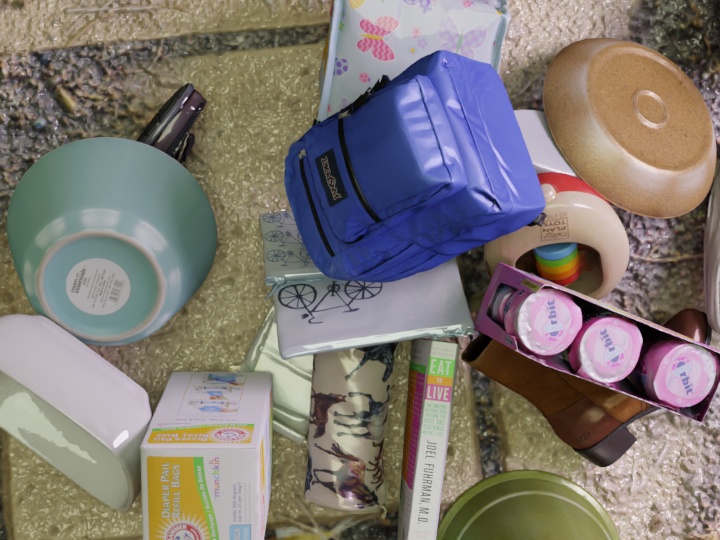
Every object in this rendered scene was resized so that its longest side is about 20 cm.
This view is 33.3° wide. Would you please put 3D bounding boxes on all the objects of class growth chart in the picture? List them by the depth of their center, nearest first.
[{"bbox_3d":[-0.041,0.078,1.200,0.144,0.018,0.201,33,88,0],"label":"growth chart"}]

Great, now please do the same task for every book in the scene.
[{"bbox_3d":[0.062,0.166,1.140,0.048,0.134,0.202,7,88,1],"label":"book"}]

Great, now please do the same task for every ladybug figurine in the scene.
[{"bbox_3d":[0.182,-0.029,1.133,0.134,0.200,0.073,-6,59,7],"label":"ladybug figurine"}]

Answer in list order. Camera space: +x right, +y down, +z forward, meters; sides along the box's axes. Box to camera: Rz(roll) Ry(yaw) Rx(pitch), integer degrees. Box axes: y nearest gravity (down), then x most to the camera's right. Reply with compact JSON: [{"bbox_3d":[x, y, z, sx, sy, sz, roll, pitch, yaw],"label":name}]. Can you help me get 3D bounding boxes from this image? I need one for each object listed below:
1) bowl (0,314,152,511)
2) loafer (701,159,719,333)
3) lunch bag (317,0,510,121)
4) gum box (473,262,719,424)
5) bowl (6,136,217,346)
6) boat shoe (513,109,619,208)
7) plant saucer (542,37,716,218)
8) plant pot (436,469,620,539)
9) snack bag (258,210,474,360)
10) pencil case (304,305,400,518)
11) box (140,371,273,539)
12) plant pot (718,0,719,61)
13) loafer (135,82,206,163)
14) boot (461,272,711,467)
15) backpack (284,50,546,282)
[{"bbox_3d":[-0.270,0.125,1.116,0.199,0.200,0.075,35,62,5],"label":"bowl"},{"bbox_3d":[0.369,-0.033,1.180,0.069,0.070,0.202,17,78,-14],"label":"loafer"},{"bbox_3d":[0.042,-0.177,1.158,0.168,0.127,0.202,8,114,0],"label":"lunch bag"},{"bbox_3d":[0.203,0.060,1.059,0.198,0.113,0.067,21,93,-15],"label":"gum box"},{"bbox_3d":[-0.233,-0.011,1.113,0.199,0.105,0.203,-2,119,-4],"label":"bowl"},{"bbox_3d":[0.203,-0.099,1.163,0.198,0.066,0.073,7,56,-26],"label":"boat shoe"},{"bbox_3d":[0.268,-0.147,1.154,0.198,0.035,0.202,11,61,-21],"label":"plant saucer"},{"bbox_3d":[0.168,0.295,1.110,0.198,0.190,0.202,0,87,-1],"label":"plant pot"},{"bbox_3d":[0.000,0.000,1.139,0.187,0.022,0.201,-8,44,-1],"label":"snack bag"},{"bbox_3d":[-0.005,0.132,1.154,0.088,0.078,0.202,4,89,9],"label":"pencil case"},{"bbox_3d":[-0.134,0.175,1.093,0.100,0.200,0.114,1,103,-1],"label":"box"},{"bbox_3d":[0.425,-0.292,1.145,0.198,0.200,0.198,4,95,-1],"label":"plant pot"},{"bbox_3d":[-0.208,-0.090,1.186,0.063,0.072,0.201,37,94,-17],"label":"loafer"},{"bbox_3d":[0.219,0.065,1.154,0.200,0.069,0.188,40,100,-21],"label":"boot"},{"bbox_3d":[0.026,-0.084,1.041,0.199,0.167,0.164,-26,71,34],"label":"backpack"}]
